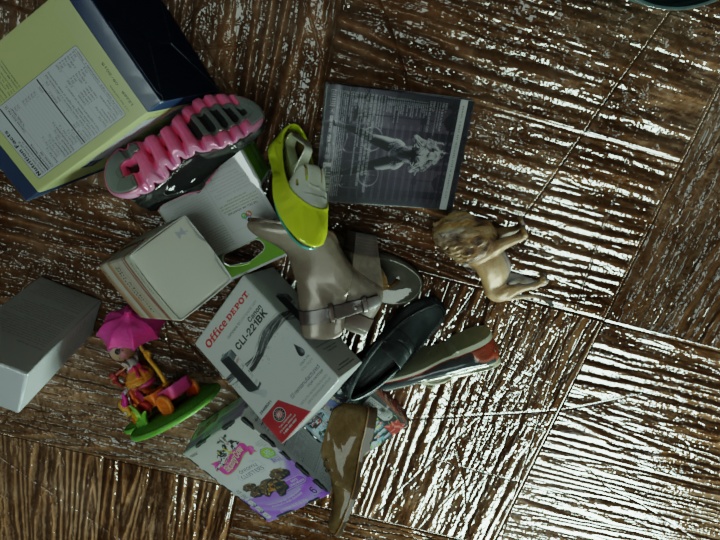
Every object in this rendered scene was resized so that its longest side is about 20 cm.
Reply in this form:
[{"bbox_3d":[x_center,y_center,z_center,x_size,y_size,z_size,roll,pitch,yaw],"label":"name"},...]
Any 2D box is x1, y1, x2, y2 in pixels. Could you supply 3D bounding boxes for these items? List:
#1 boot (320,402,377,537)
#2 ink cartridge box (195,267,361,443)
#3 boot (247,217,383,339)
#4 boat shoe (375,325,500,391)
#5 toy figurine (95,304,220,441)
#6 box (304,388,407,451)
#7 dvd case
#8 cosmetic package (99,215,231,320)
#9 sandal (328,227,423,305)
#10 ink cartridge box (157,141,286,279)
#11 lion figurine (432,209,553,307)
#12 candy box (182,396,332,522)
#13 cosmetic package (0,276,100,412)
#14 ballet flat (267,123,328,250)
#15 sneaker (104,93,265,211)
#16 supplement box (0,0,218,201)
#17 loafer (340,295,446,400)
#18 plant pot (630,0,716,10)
[{"bbox_3d":[-0.032,0.306,0.860,0.074,0.074,0.203,13,85,-5],"label":"boot"},{"bbox_3d":[-0.121,0.118,0.801,0.200,0.084,0.145,45,112,12],"label":"ink cartridge box"},{"bbox_3d":[-0.059,0.015,0.727,0.197,0.070,0.148,8,97,-18],"label":"boot"},{"bbox_3d":[0.118,0.149,0.856,0.198,0.071,0.063,-22,114,7],"label":"boat shoe"},{"bbox_3d":[-0.342,0.146,0.863,0.198,0.150,0.186,-21,99,37],"label":"toy figurine"},{"bbox_3d":[-0.036,0.216,0.905,0.137,0.040,0.200,-39,106,16],"label":"box"},{"bbox_3d":[0.043,-0.158,0.726,0.197,0.016,0.151,2,114,-15],"label":"dvd case"},{"bbox_3d":[-0.265,0.002,0.736,0.199,0.087,0.104,-8,120,56],"label":"cosmetic package"},{"bbox_3d":[0.000,0.000,0.799,0.198,0.055,0.082,29,112,-17],"label":"sandal"},{"bbox_3d":[-0.191,-0.097,0.759,0.146,0.076,0.202,-22,114,11],"label":"ink cartridge box"},{"bbox_3d":[0.190,-0.007,0.783,0.121,0.073,0.201,-22,115,19],"label":"lion figurine"},{"bbox_3d":[-0.163,0.308,0.915,0.167,0.072,0.200,-36,108,31],"label":"candy box"},{"bbox_3d":[-0.468,0.097,0.785,0.100,0.201,0.072,23,113,-7],"label":"cosmetic package"},{"bbox_3d":[-0.075,-0.115,0.682,0.066,0.201,0.067,15,127,-32],"label":"ballet flat"},{"bbox_3d":[-0.200,-0.136,0.667,0.198,0.096,0.080,-28,66,-2],"label":"sneaker"},{"bbox_3d":[-0.308,-0.209,0.644,0.198,0.200,0.135,-29,106,13],"label":"supplement box"},{"bbox_3d":[0.052,0.119,0.821,0.200,0.070,0.068,-41,112,3],"label":"loafer"},{"bbox_3d":[0.321,-0.382,0.579,0.197,0.135,0.203,1,113,3],"label":"plant pot"}]
